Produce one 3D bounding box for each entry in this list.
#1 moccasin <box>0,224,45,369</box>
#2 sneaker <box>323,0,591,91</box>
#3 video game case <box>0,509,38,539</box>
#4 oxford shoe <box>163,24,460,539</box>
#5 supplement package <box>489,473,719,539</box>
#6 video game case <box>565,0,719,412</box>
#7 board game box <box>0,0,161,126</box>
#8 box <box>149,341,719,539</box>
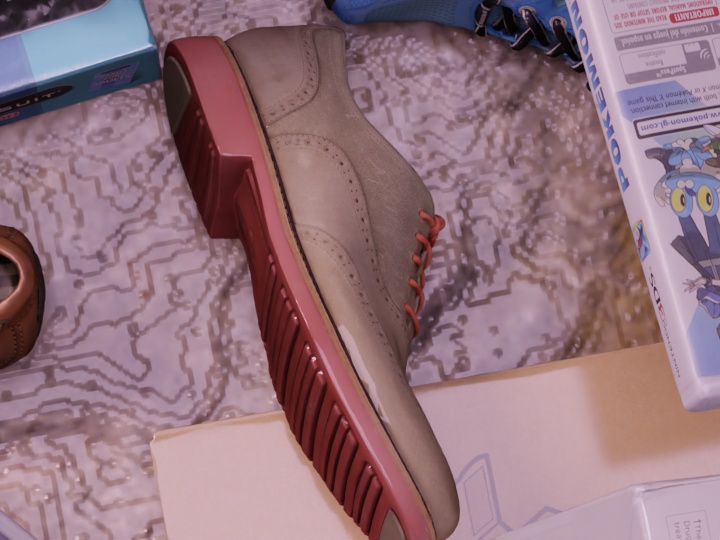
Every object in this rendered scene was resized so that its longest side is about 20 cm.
[{"bbox_3d":[-0.205,0.013,0.942,0.200,0.078,0.074,2,80,-2],"label":"moccasin"},{"bbox_3d":[0.086,-0.089,0.976,0.199,0.078,0.091,1,83,-2],"label":"sneaker"},{"bbox_3d":[-0.121,0.164,0.846,0.200,0.023,0.183,42,50,-22],"label":"video game case"},{"bbox_3d":[0.000,0.000,0.947,0.074,0.071,0.201,-16,70,-17],"label":"oxford shoe"},{"bbox_3d":[0.166,0.154,0.881,0.199,0.147,0.192,-7,81,-18],"label":"supplement package"},{"bbox_3d":[0.173,-0.060,0.926,0.199,0.022,0.183,-10,73,-15],"label":"video game case"},{"bbox_3d":[-0.170,-0.142,0.986,0.150,0.047,0.201,-18,81,-5],"label":"board game box"},{"bbox_3d":[0.040,0.118,0.964,0.199,0.021,0.164,-10,82,-5],"label":"box"}]
